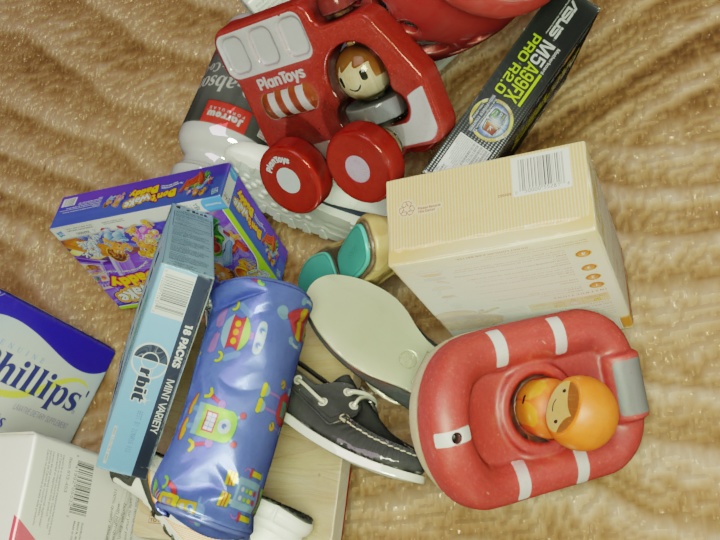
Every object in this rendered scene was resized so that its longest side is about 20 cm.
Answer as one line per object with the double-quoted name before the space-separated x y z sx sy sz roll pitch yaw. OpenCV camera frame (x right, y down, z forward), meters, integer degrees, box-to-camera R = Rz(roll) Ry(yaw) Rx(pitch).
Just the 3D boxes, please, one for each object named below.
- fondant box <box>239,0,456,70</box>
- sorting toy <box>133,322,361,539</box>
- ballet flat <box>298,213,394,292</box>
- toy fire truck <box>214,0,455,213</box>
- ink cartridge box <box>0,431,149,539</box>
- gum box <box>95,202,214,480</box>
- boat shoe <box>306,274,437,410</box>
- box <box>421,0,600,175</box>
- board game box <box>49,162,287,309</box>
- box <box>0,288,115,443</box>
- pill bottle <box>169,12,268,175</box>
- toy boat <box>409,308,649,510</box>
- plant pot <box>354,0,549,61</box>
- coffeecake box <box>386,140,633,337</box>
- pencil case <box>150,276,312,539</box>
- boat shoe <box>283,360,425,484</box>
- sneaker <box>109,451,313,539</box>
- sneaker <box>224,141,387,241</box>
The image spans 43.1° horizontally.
"fondant box" -0.011 -0.245 0.900 0.144 0.200 0.058 -41 43 2
"sorting toy" -0.089 0.153 0.833 0.197 0.070 0.202 -3 66 25
"ballet flat" 0.000 0.000 0.832 0.062 0.200 0.070 -10 81 -24
"toy fire truck" -0.024 -0.152 0.772 0.198 0.169 0.112 -5 31 41
"ink cartridge box" -0.257 0.237 0.797 0.083 0.200 0.147 -6 64 25
"gum box" -0.169 0.049 0.770 0.200 0.044 0.172 -117 46 -71
"boat shoe" 0.036 0.078 0.769 0.199 0.063 0.072 33 69 7
"box" 0.126 -0.133 0.809 0.044 0.160 0.201 35 83 8
"board game box" -0.191 -0.030 0.924 0.197 0.135 0.045 -9 48 22
"box" -0.378 0.125 0.914 0.104 0.184 0.202 16 75 31
"pill bottle" -0.124 -0.159 0.966 0.115 0.116 0.202 12 72 29
"toy boat" 0.137 0.102 0.666 0.197 0.131 0.133 -11 88 -20
"plant pot" 0.073 -0.287 0.747 0.202 0.199 0.182 -59 17 -9
"coffeecake box" 0.125 -0.009 0.728 0.151 0.200 0.074 -10 64 20
"pencil case" -0.099 0.099 0.698 0.086 0.078 0.203 12 70 3
"boat shoe" -0.023 0.112 0.739 0.198 0.074 0.061 20 81 40
"sneaker" -0.137 0.204 0.747 0.198 0.074 0.081 15 76 30
"sneaker" -0.037 -0.083 0.890 0.198 0.076 0.081 24 69 -1
